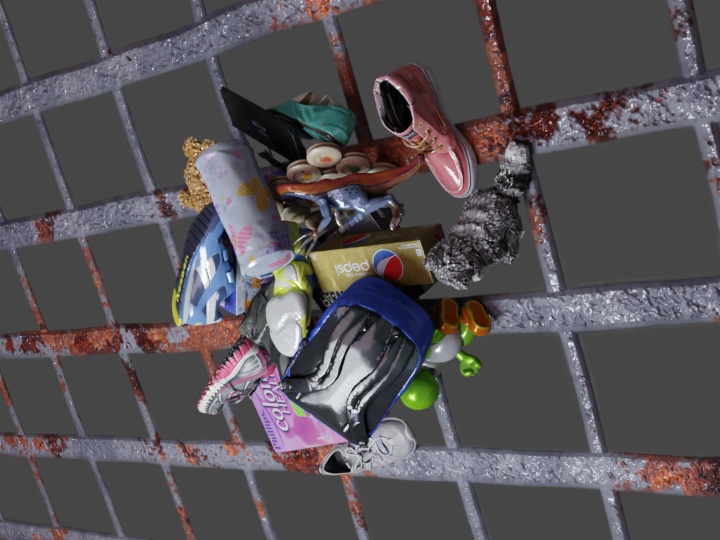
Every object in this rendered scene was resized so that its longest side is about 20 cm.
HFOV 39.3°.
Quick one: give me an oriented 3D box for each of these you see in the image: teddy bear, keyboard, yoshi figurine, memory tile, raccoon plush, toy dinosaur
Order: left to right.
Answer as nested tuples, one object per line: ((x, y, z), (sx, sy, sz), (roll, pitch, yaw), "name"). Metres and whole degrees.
((-0.256, -0.127, 1.680), (0.145, 0.067, 0.200), (27, 125, 28), "teddy bear")
((-0.142, -0.206, 1.549), (0.200, 0.021, 0.127), (35, 153, 42), "keyboard")
((-0.056, -0.118, 1.485), (0.200, 0.153, 0.017), (-34, 50, 43), "memory tile")
((-0.025, -0.111, 1.413), (0.181, 0.105, 0.200), (25, 105, 6), "toy dinosaur")
((0.112, 0.135, 1.489), (0.112, 0.112, 0.200), (40, 133, 8), "yoshi figurine")
((0.149, -0.069, 1.343), (0.097, 0.134, 0.200), (19, 121, 31), "raccoon plush")

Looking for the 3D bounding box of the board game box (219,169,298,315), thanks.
((-0.161, -0.045, 1.595), (0.045, 0.134, 0.200), (25, 124, 34), "board game box")

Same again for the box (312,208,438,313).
((0.000, 0.000, 1.545), (0.200, 0.044, 0.160), (-33, 94, 42), "box")

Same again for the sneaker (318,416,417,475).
((0.013, 0.302, 1.656), (0.200, 0.082, 0.075), (-33, 88, 42), "sneaker")

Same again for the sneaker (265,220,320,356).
((-0.085, 0.025, 1.504), (0.076, 0.105, 0.200), (-1, 92, 37), "sneaker")

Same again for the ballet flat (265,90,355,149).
((-0.068, -0.226, 1.483), (0.067, 0.070, 0.200), (39, 172, -37), "ballet flat")

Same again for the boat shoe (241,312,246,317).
((-0.200, 0.013, 1.684), (0.066, 0.075, 0.200), (2, 133, 40), "boat shoe")

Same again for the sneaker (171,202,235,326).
((-0.228, -0.007, 1.535), (0.074, 0.082, 0.200), (-128, 52, -61), "sneaker")

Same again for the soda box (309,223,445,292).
((0.027, -0.016, 1.443), (0.200, 0.064, 0.068), (-5, 112, 38), "soda box")

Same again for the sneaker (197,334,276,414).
((-0.207, 0.187, 1.652), (0.075, 0.081, 0.200), (33, 137, -7), "sneaker")

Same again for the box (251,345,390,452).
((-0.081, 0.193, 1.671), (0.200, 0.097, 0.176), (-16, 100, 42), "box")

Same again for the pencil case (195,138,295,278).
((-0.166, -0.089, 1.441), (0.091, 0.083, 0.200), (-41, 69, 48), "pencil case")

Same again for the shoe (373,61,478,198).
((0.086, -0.182, 1.369), (0.071, 0.091, 0.200), (-20, 97, 42), "shoe")

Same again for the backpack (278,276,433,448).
((0.002, 0.106, 1.409), (0.162, 0.168, 0.200), (31, 123, -1), "backpack")

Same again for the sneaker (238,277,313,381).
((-0.126, 0.113, 1.563), (0.114, 0.076, 0.200), (-33, 62, 38), "sneaker")
